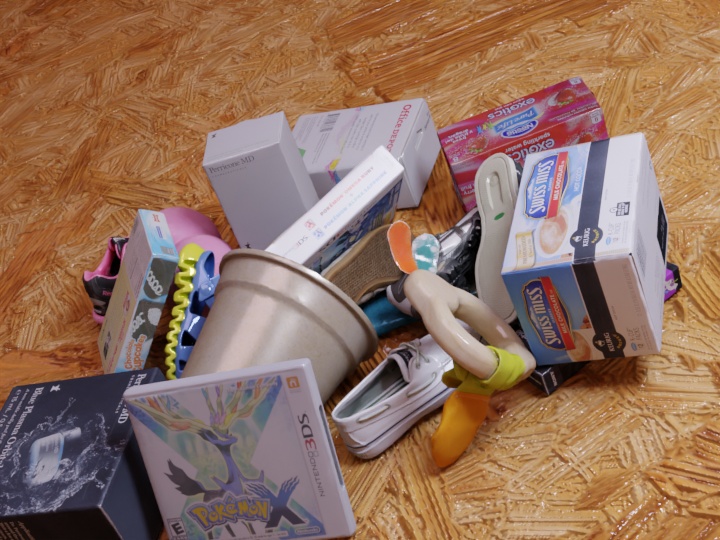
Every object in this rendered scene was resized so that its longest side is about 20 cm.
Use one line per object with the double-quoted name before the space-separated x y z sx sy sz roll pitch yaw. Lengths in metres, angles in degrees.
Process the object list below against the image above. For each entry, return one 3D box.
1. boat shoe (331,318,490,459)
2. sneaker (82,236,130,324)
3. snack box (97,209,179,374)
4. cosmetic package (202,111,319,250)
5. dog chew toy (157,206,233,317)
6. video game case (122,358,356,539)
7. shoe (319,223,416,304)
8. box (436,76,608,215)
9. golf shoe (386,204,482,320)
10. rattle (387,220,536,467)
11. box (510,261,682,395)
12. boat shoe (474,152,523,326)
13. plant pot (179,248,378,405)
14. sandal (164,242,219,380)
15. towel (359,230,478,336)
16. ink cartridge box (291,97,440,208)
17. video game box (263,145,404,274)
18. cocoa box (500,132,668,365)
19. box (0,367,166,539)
"boat shoe" 0.055 0.110 1.199 0.200 0.067 0.073 -45 39 -13
"sneaker" -0.303 -0.018 1.576 0.078 0.096 0.200 7 44 39
"snack box" -0.276 0.040 1.416 0.037 0.202 0.116 11 26 -25
"cosmetic package" -0.113 -0.087 1.461 0.106 0.201 0.085 -16 35 11
"dog chew toy" -0.212 0.001 1.481 0.124 0.125 0.200 -35 44 -17
"video game case" -0.119 0.187 1.131 0.198 0.184 0.022 -10 15 18
"shoe" 0.000 0.000 1.337 0.053 0.070 0.199 -21 7 41
"box" 0.207 -0.150 1.444 0.198 0.100 0.096 -20 35 4
"golf shoe" 0.103 -0.024 1.329 0.094 0.078 0.200 11 45 39
"rattle" 0.070 0.069 1.170 0.200 0.144 0.130 42 38 17
"box" 0.227 0.037 1.248 0.199 0.036 0.143 -34 36 -16
"boat shoe" 0.168 -0.029 1.260 0.071 0.067 0.202 -21 56 38
"plant pot" -0.108 0.111 1.235 0.199 0.201 0.184 9 58 37
"sandal" -0.178 0.067 1.353 0.086 0.080 0.202 3 79 8
"towel" 0.088 0.006 1.382 0.198 0.022 0.147 -18 36 6
"ink cartridge box" -0.004 -0.152 1.582 0.198 0.088 0.146 -7 39 26
"video game box" -0.031 -0.039 1.343 0.182 0.200 0.047 -41 79 -12
"cocoa box" 0.233 -0.022 1.173 0.130 0.134 0.201 -8 38 24
"box" -0.308 0.222 1.248 0.198 0.118 0.198 -8 38 19
